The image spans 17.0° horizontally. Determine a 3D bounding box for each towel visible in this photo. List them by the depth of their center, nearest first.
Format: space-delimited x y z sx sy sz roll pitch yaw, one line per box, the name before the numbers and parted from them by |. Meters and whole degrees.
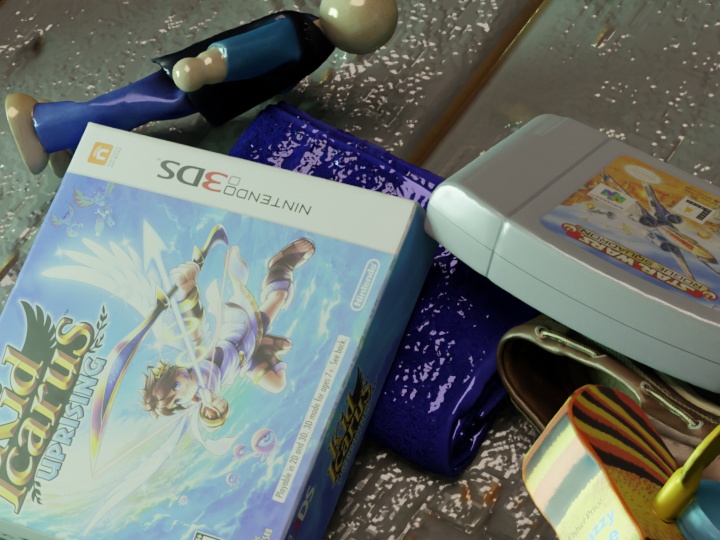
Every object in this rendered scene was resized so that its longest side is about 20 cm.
towel | 0.000 0.000 1.155 0.199 0.050 0.148 23 59 26

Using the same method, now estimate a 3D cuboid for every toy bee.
toy bee | 0.117 0.113 0.912 0.200 0.108 0.131 27 101 44

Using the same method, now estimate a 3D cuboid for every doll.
doll | -0.075 -0.097 1.204 0.199 0.136 0.049 -19 87 10

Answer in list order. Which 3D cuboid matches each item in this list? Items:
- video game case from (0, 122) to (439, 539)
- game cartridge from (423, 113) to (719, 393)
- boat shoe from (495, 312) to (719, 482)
video game case | -0.082 0.043 1.107 0.181 0.045 0.201 14 71 25
game cartridge | 0.136 -0.004 1.088 0.199 0.042 0.133 27 26 18
boat shoe | 0.128 0.087 1.035 0.075 0.075 0.202 -3 32 -37
